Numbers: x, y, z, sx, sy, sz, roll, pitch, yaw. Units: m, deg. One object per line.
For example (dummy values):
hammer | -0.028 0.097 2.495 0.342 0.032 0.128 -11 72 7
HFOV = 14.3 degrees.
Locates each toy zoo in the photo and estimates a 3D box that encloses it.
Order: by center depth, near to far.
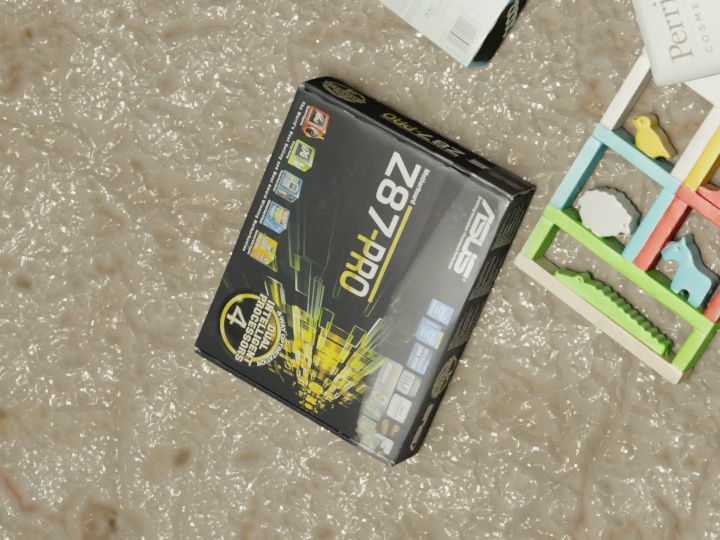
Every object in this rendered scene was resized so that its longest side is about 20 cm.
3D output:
toy zoo | 0.194 -0.048 1.745 0.131 0.020 0.200 38 113 16

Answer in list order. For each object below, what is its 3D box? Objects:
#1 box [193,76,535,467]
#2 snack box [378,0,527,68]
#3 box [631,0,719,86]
box | 0.000 0.000 1.833 0.161 0.049 0.200 30 109 16
snack box | 0.079 -0.238 1.763 0.116 0.037 0.200 39 112 16
box | 0.239 -0.231 1.584 0.171 0.200 0.199 -13 100 29
